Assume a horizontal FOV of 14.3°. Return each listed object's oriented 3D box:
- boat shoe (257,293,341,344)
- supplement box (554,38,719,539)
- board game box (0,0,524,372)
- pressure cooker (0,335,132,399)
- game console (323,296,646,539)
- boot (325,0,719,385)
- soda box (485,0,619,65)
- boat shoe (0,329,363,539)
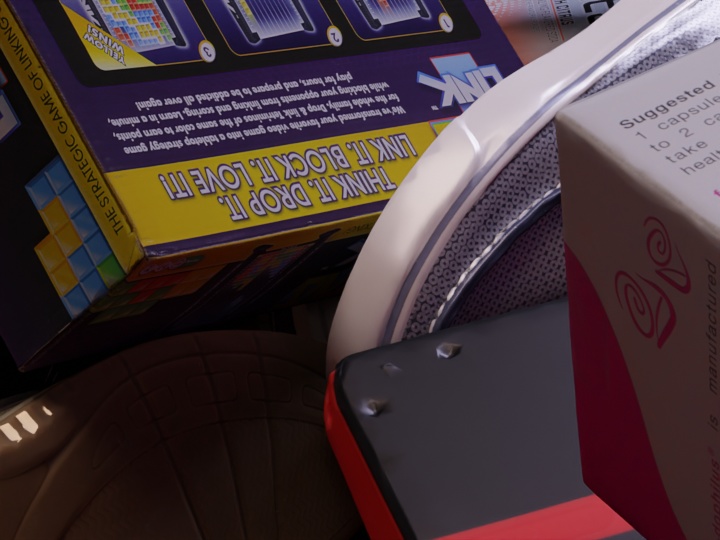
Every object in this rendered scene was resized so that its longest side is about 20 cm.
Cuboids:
[{"bbox_3d":[0.000,0.000,0.869,0.063,0.073,0.200,-48,16,26],"label":"boat shoe"},{"bbox_3d":[0.134,0.035,0.540,0.103,0.102,0.200,-26,42,-23],"label":"supplement box"},{"bbox_3d":[-0.049,-0.070,0.763,0.057,0.166,0.200,-37,-15,34],"label":"board game box"},{"bbox_3d":[-0.130,-0.049,0.853,0.175,0.179,0.200,2,24,23],"label":"pressure cooker"},{"bbox_3d":[0.106,0.055,0.654,0.199,0.031,0.177,-14,37,-10],"label":"game console"},{"bbox_3d":[0.083,-0.018,0.754,0.090,0.073,0.200,28,56,29],"label":"boot"},{"bbox_3d":[0.077,-0.055,0.929,0.068,0.064,0.200,-8,24,2],"label":"soda box"},{"bbox_3d":[-0.082,0.062,0.712,0.200,0.072,0.065,-21,9,-38],"label":"boat shoe"}]
